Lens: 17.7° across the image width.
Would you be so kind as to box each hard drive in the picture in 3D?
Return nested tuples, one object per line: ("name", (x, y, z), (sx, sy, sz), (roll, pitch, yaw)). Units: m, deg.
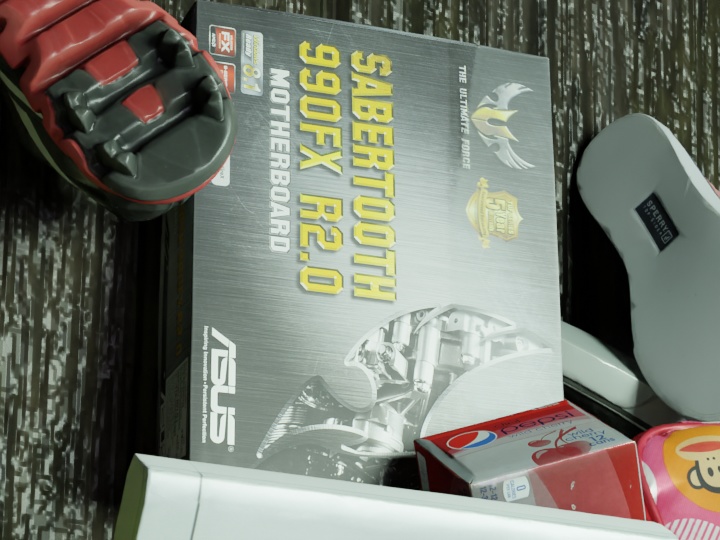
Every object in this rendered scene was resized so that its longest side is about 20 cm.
("hard drive", (0.005, 0.141, 0.799), (0.200, 0.027, 0.132), (10, 98, -22))

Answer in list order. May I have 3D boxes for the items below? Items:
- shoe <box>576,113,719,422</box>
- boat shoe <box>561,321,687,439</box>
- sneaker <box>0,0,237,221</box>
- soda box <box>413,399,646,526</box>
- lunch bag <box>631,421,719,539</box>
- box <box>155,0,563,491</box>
("shoe", (0.168, 0.013, 1.075), (0.091, 0.071, 0.200), (36, 23, -36))
("boat shoe", (0.137, 0.088, 1.074), (0.200, 0.071, 0.064), (34, 96, -17))
("sneaker", (-0.118, -0.100, 0.876), (0.071, 0.098, 0.201), (-31, 78, -15))
("soda box", (0.074, 0.156, 0.875), (0.070, 0.063, 0.201), (-13, 105, -16))
("lunch bag", (0.194, 0.150, 0.962), (0.200, 0.082, 0.176), (0, 57, -30))
("box", (0.000, 0.000, 0.928), (0.158, 0.048, 0.201), (8, 67, -19))
